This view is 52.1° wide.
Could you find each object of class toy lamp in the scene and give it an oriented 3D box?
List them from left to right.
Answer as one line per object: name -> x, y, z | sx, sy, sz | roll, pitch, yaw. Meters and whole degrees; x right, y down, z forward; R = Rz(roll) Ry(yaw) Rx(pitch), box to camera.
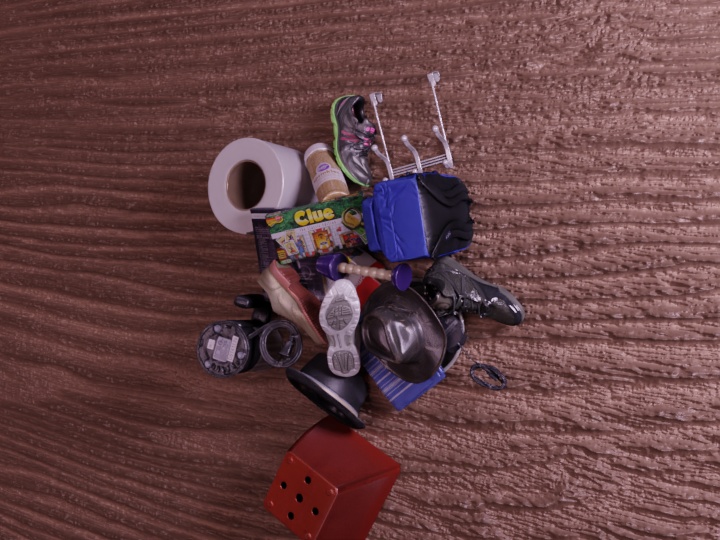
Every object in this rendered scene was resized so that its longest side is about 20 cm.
toy lamp -> 0.000, 0.000, 1.397 | 0.200, 0.058, 0.058 | 7, 93, 38

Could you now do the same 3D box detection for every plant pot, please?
plant pot -> -0.074, 0.437, 1.480 | 0.200, 0.176, 0.200 | 31, 104, 26

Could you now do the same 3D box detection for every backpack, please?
backpack -> 0.111, -0.104, 1.374 | 0.168, 0.200, 0.163 | -1, 97, 38

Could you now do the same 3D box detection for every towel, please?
towel -> 0.063, 0.162, 1.447 | 0.145, 0.024, 0.200 | -45, 74, 32

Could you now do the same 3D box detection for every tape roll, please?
tape roll -> -0.208, -0.176, 1.591 | 0.203, 0.139, 0.203 | 0, 90, 30

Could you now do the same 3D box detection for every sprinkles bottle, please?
sprinkles bottle -> -0.066, -0.183, 1.498 | 0.068, 0.068, 0.200 | -46, 36, 21

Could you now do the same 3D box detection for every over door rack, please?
over door rack -> 0.093, -0.284, 1.463 | 0.148, 0.067, 0.200 | -12, 83, 28

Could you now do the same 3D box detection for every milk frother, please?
milk frother -> -0.204, 0.160, 1.555 | 0.200, 0.188, 0.181 | 33, 96, 15

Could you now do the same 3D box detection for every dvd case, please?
dvd case -> -0.144, -0.030, 1.493 | 0.149, 0.016, 0.200 | 2, 110, 25

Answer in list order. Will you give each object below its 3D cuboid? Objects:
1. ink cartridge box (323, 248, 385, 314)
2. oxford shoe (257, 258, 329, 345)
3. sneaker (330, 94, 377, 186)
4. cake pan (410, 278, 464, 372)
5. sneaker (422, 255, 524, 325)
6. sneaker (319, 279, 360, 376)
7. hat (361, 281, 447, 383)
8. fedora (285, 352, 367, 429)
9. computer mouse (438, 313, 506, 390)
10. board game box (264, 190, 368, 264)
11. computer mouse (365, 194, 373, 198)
ink cartridge box -> -0.035, 0.008, 1.503 | 0.200, 0.067, 0.116 | 39, 120, 9
oxford shoe -> -0.130, 0.074, 1.475 | 0.074, 0.071, 0.200 | -39, 79, 24
sneaker -> -0.008, -0.270, 1.515 | 0.084, 0.077, 0.200 | -17, 82, 32
cake pan -> 0.117, 0.116, 1.457 | 0.200, 0.037, 0.200 | -1, 88, 30
sneaker -> 0.198, 0.060, 1.356 | 0.199, 0.114, 0.076 | 33, 139, 14
sneaker -> -0.035, 0.099, 1.424 | 0.078, 0.099, 0.200 | 2, 115, 4
hat -> 0.059, 0.123, 1.368 | 0.201, 0.081, 0.201 | 10, 106, 39
fedora -> -0.052, 0.234, 1.495 | 0.201, 0.201, 0.092 | 27, 71, 27
computer mouse -> 0.195, 0.148, 1.377 | 0.059, 0.034, 0.200 | -43, 73, 4
board game box -> -0.076, -0.081, 1.421 | 0.200, 0.023, 0.105 | -13, 109, 15
computer mouse -> -0.008, -0.095, 1.522 | 0.200, 0.053, 0.139 | -8, 106, 29
